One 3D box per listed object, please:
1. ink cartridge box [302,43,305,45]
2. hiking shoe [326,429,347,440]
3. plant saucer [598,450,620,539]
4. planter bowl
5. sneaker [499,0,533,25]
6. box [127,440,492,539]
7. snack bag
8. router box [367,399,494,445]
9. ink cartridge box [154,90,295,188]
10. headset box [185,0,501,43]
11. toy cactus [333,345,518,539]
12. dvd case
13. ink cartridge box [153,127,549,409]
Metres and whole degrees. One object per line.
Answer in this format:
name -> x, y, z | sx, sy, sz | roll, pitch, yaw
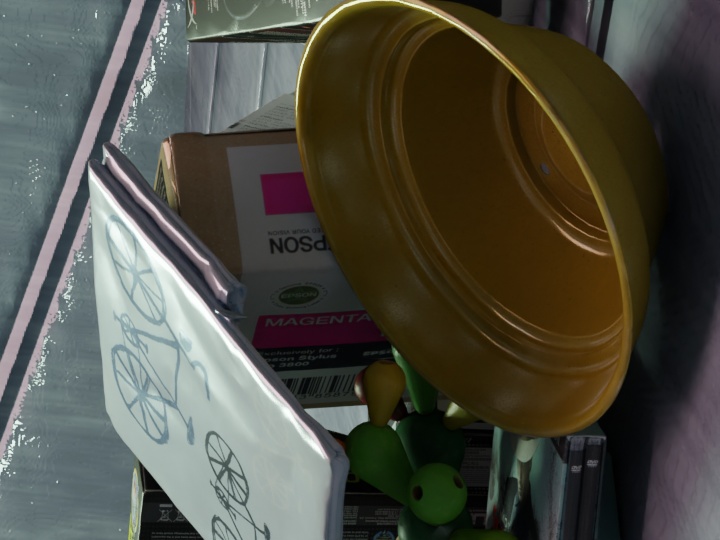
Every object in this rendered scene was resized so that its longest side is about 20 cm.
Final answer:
ink cartridge box -> -0.004, -0.243, 1.588 | 0.145, 0.083, 0.201 | 108, -174, -58
hiking shoe -> -0.005, 0.138, 1.483 | 0.100, 0.200, 0.076 | -23, 37, 50
plant saucer -> 0.090, 0.154, 1.317 | 0.200, 0.019, 0.070 | 107, 163, -55
planter bowl -> 0.067, -0.038, 1.186 | 0.200, 0.083, 0.201 | 35, 141, 35
sneaker -> 0.046, -0.108, 1.419 | 0.075, 0.100, 0.201 | 18, 76, 40
box -> -0.020, 0.161, 1.433 | 0.044, 0.198, 0.161 | -102, 16, -54
snack bag -> -0.060, 0.067, 1.250 | 0.200, 0.021, 0.189 | 48, 153, 31
router box -> 0.043, 0.041, 1.534 | 0.200, 0.052, 0.158 | 116, 155, -69
ink cartridge box -> -0.039, -0.022, 1.532 | 0.200, 0.066, 0.117 | -38, -45, -60
headset box -> -0.007, -0.180, 1.263 | 0.200, 0.075, 0.150 | 0, 92, 62
toy cactus -> 0.026, 0.129, 1.290 | 0.165, 0.102, 0.201 | 82, 174, -70
dvd case -> 0.077, 0.142, 1.280 | 0.146, 0.022, 0.201 | -114, 28, -70
ink cartridge box -> 0.000, 0.000, 1.342 | 0.165, 0.198, 0.076 | 108, 155, -62
